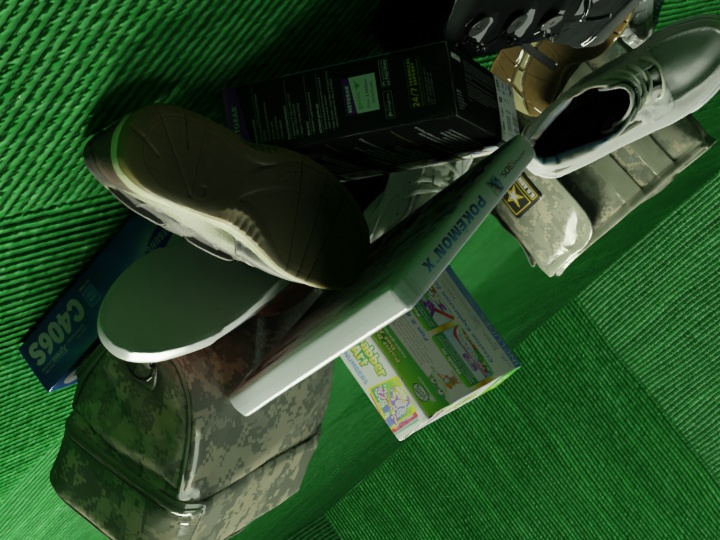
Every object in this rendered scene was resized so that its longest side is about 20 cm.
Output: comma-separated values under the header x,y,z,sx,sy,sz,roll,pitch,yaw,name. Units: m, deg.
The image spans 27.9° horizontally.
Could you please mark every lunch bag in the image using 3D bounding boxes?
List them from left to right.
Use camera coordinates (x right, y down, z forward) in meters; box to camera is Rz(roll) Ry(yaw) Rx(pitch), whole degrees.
x,y,z,sx,sy,sz,roll,pitch,yaw,name
-0.113,0.094,1.067,0.200,0.139,0.168,-22,140,-53,lunch bag
0.191,-0.111,1.318,0.200,0.164,0.118,-42,173,19,lunch bag

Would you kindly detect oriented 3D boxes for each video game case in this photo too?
x,y,z,sx,sy,sz,roll,pitch,yaw,name
0.014,0.005,0.974,0.200,0.022,0.182,-37,-171,47,video game case

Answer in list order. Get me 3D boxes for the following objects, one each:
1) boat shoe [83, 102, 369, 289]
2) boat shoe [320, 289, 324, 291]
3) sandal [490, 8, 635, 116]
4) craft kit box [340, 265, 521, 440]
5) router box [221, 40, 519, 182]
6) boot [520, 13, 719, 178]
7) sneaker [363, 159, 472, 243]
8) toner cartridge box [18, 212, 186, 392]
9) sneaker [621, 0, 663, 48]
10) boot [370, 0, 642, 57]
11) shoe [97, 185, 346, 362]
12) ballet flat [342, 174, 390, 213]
x,y,z,sx,sy,sz,roll,pitch,yaw,name
-0.077,-0.044,0.874,0.066,0.072,0.200,4,164,46,boat shoe
0.000,0.000,1.218,0.072,0.076,0.200,-39,-173,30,boat shoe
0.161,-0.192,1.150,0.054,0.080,0.200,-49,176,-27,sandal
0.039,0.041,1.336,0.048,0.200,0.197,-41,168,27,craft kit box
0.015,-0.100,0.965,0.148,0.051,0.200,-10,176,17,router box
0.215,-0.135,1.135,0.199,0.074,0.096,-35,-179,7,boot
0.055,-0.066,1.110,0.099,0.077,0.201,-118,-139,-66,sneaker
-0.155,0.006,1.043,0.200,0.043,0.095,-45,167,31,toner cartridge box
0.234,-0.244,1.161,0.091,0.078,0.200,-40,170,-3,sneaker
0.120,-0.207,0.968,0.199,0.066,0.165,-9,144,-38,boot
-0.091,0.013,0.977,0.200,0.072,0.091,-33,165,-27,shoe
-0.007,-0.071,1.178,0.200,0.067,0.046,-39,-148,6,ballet flat
